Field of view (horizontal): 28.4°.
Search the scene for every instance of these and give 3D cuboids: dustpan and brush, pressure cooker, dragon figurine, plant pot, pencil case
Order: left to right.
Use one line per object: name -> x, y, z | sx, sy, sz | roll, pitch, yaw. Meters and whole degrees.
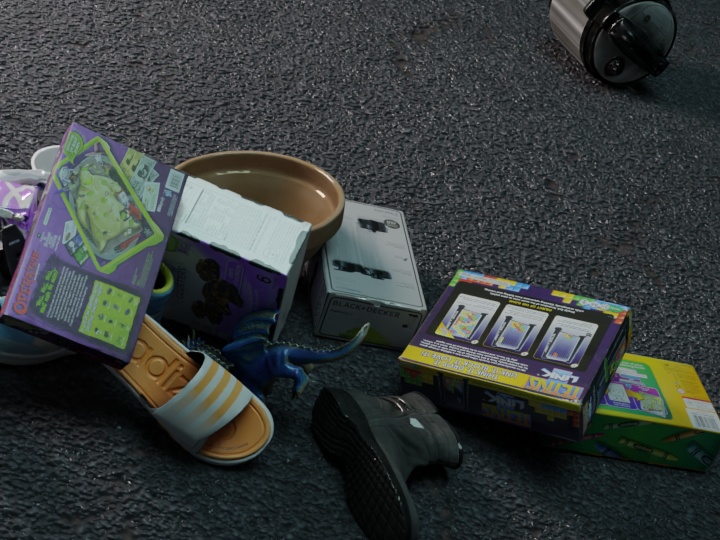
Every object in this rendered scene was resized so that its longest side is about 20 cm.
pencil case -> -0.421, -0.062, 1.431 | 0.199, 0.084, 0.085 | 9, 3, -16
dustpan and brush -> -0.331, -0.096, 1.559 | 0.200, 0.057, 0.139 | -17, 48, -44
plant pot -> -0.119, -0.048, 1.557 | 0.200, 0.093, 0.201 | 5, 31, -3
dragon figurine -> -0.095, 0.076, 1.356 | 0.100, 0.199, 0.059 | 54, 30, -17
pressure cooker -> 0.424, -0.403, 2.349 | 0.175, 0.179, 0.200 | -10, 40, -17

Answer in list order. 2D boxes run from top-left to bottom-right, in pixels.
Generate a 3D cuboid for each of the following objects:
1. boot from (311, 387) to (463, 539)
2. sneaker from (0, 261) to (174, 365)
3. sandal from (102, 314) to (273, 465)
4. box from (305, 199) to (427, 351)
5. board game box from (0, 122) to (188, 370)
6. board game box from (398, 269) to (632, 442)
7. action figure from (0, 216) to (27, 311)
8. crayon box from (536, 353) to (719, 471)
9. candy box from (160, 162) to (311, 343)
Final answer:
boot -> 0.047, 0.180, 1.350 | 0.131, 0.070, 0.200 | 6, 38, -31
sneaker -> -0.268, 0.021, 1.341 | 0.199, 0.131, 0.080 | -5, 55, -35
sandal -> -0.169, 0.102, 1.286 | 0.206, 0.079, 0.059 | 39, -11, -4
box -> 0.000, 0.000, 1.599 | 0.116, 0.060, 0.200 | 10, 32, -16
board game box -> -0.237, -0.023, 1.278 | 0.120, 0.032, 0.201 | 26, 60, -23
board game box -> 0.163, 0.085, 1.484 | 0.199, 0.057, 0.165 | 13, 42, 24
action figure -> -0.371, -0.005, 1.332 | 0.130, 0.070, 0.200 | -39, 26, -26
crayon box -> 0.281, 0.144, 1.538 | 0.199, 0.058, 0.119 | 10, 33, -15
candy box -> -0.162, -0.013, 1.417 | 0.199, 0.168, 0.072 | 22, 57, 3
